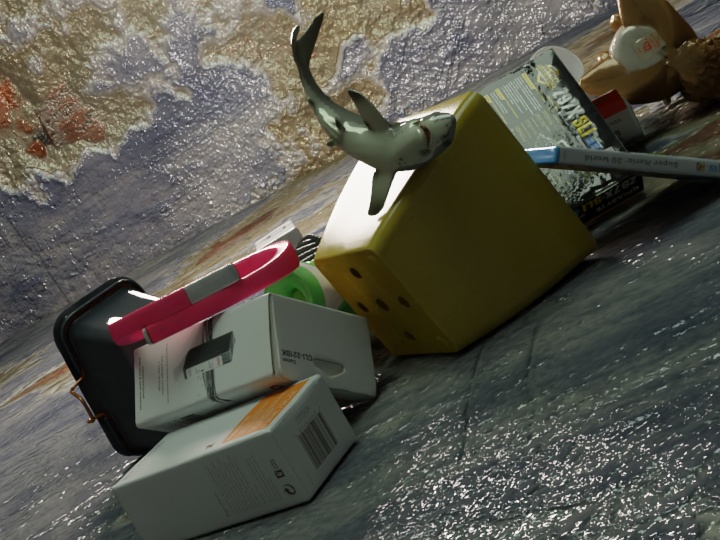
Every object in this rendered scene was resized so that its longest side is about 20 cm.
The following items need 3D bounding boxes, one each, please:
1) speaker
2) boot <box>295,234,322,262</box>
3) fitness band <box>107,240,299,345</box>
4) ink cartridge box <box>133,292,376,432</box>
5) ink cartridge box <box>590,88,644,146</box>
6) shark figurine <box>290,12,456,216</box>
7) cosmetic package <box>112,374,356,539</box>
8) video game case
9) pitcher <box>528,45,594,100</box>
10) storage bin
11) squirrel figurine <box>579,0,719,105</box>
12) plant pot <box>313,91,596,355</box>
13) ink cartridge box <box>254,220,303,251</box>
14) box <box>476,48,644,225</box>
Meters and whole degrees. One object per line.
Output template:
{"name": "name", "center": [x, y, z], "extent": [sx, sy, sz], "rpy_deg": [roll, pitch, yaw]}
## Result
{"name": "speaker", "center": [-0.011, 0.023, 1.316], "extent": [0.088, 0.090, 0.199], "rpy_deg": [-21, -6, 41]}
{"name": "boot", "center": [0.000, 0.000, 1.490], "extent": [0.199, 0.129, 0.069], "rpy_deg": [-21, 53, 58]}
{"name": "fitness band", "center": [-0.152, 0.025, 1.192], "extent": [0.198, 0.038, 0.144], "rpy_deg": [-25, 3, 6]}
{"name": "ink cartridge box", "center": [-0.103, 0.099, 1.181], "extent": [0.198, 0.085, 0.143], "rpy_deg": [-21, -25, 37]}
{"name": "ink cartridge box", "center": [0.261, -0.156, 1.498], "extent": [0.161, 0.058, 0.200], "rpy_deg": [-27, -3, 16]}
{"name": "shark figurine", "center": [0.009, -0.144, 1.144], "extent": [0.089, 0.214, 0.129], "rpy_deg": [-22, -40, -42]}
{"name": "cosmetic package", "center": [-0.113, 0.172, 1.080], "extent": [0.198, 0.072, 0.101], "rpy_deg": [-24, 12, 32]}
{"name": "video game case", "center": [0.257, -0.105, 1.200], "extent": [0.197, 0.018, 0.143], "rpy_deg": [3, 3, -14]}
{"name": "pitcher", "center": [0.251, -0.205, 1.681], "extent": [0.173, 0.120, 0.200], "rpy_deg": [-58, -13, 3]}
{"name": "storage bin", "center": [-0.248, 0.121, 1.394], "extent": [0.145, 0.202, 0.134], "rpy_deg": [-36, 21, -30]}
{"name": "squirrel figurine", "center": [0.406, -0.265, 1.581], "extent": [0.198, 0.143, 0.186], "rpy_deg": [18, 4, 24]}
{"name": "plant pot", "center": [0.073, -0.027, 1.208], "extent": [0.177, 0.200, 0.199], "rpy_deg": [-48, 17, -22]}
{"name": "ink cartridge box", "center": [-0.093, -0.002, 1.713], "extent": [0.066, 0.117, 0.200], "rpy_deg": [-32, 7, -2]}
{"name": "box", "center": [0.196, -0.131, 1.355], "extent": [0.158, 0.201, 0.049], "rpy_deg": [-29, -32, 0]}
